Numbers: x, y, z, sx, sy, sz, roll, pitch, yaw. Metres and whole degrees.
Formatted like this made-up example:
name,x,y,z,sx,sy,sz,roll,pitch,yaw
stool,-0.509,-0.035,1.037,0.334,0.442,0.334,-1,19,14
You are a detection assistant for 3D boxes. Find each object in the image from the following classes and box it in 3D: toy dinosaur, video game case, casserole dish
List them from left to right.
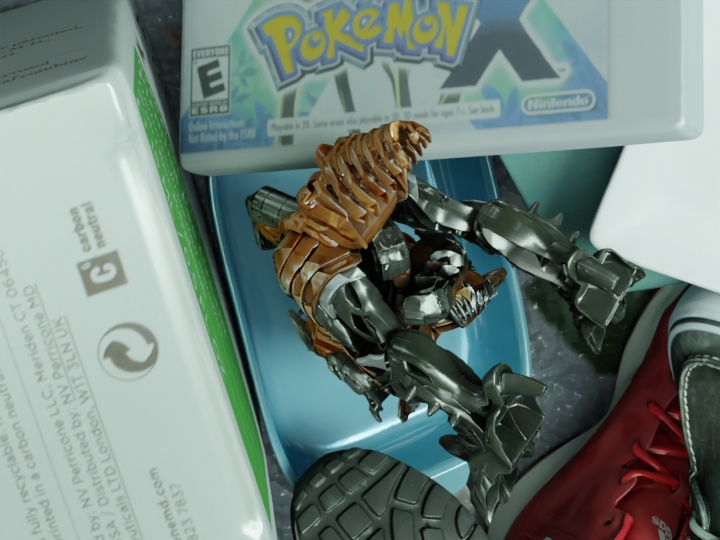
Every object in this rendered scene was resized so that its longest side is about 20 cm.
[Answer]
name,x,y,z,sx,sy,sz,roll,pitch,yaw
casserole dish,0.000,0.000,0.835,0.120,0.039,0.202,-21,109,-20
toy dinosaur,0.013,0.007,0.711,0.135,0.200,0.103,32,93,12
video game case,0.024,-0.130,0.729,0.198,0.022,0.184,-3,83,30

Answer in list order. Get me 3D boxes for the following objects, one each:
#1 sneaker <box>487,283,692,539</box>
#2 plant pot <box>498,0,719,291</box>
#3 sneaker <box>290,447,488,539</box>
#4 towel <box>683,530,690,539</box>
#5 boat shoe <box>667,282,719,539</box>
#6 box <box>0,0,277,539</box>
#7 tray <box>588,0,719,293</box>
name,x,y,z,sx,sy,sz,roll,pitch,yaw
sneaker,0.133,0.079,0.846,0.078,0.116,0.201,31,104,-14
plant pot,0.144,-0.087,0.786,0.199,0.141,0.142,-27,109,10
sneaker,0.033,0.162,0.832,0.076,0.088,0.200,-40,92,-25
towel,0.128,0.208,0.938,0.200,0.023,0.145,-41,108,8
boat shoe,0.158,0.097,0.785,0.071,0.072,0.201,-45,122,-30
box,-0.150,0.025,0.772,0.198,0.171,0.201,-17,110,-1
tray,0.159,-0.081,0.704,0.106,0.022,0.201,18,114,-3
